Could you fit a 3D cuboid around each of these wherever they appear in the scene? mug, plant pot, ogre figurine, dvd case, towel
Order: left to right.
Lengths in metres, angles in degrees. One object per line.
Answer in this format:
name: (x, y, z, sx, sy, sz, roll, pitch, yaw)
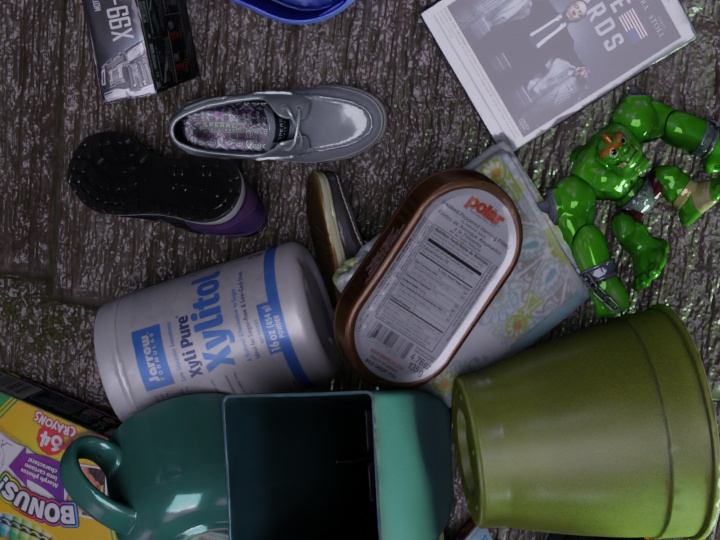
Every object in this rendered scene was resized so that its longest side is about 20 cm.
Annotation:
mug: (-0.156, 0.202, 1.035, 0.182, 0.116, 0.153, -13, 141, -9)
plant pot: (0.000, 0.167, 1.001, 0.139, 0.199, 0.144, -5, 87, 29)
towel: (0.096, 0.008, 1.064, 0.199, 0.048, 0.172, -38, 112, -2)
dvd case: (0.173, -0.216, 1.044, 0.198, 0.025, 0.152, -31, 100, 12)
plant pot: (0.180, 0.142, 1.024, 0.189, 0.201, 0.204, -7, 104, -4)
ogre figurine: (0.237, -0.069, 1.035, 0.119, 0.098, 0.201, 40, 99, 0)

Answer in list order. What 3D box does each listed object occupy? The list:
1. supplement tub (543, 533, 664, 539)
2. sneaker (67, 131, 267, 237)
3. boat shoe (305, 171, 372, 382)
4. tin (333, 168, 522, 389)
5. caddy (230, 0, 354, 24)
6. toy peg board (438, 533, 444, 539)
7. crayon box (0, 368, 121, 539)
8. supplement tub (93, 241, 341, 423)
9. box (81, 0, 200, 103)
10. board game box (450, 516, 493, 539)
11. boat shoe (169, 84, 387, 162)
supplement tub: (0.225, 0.285, 1.071, 0.120, 0.200, 0.125, 1, 105, 4)
sneaker: (-0.177, -0.066, 1.088, 0.197, 0.088, 0.077, 17, 78, 26)
boat shoe: (0.000, 0.000, 1.094, 0.064, 0.073, 0.203, -19, 110, -12)
tin: (0.059, 0.010, 1.009, 0.111, 0.042, 0.202, 31, 96, -26)
caddy: (-0.076, -0.294, 1.004, 0.197, 0.105, 0.143, 22, 106, -1)
toy peg board: (-0.028, 0.275, 1.083, 0.197, 0.201, 0.099, -27, 111, 10)
crayon box: (-0.305, 0.214, 1.156, 0.197, 0.058, 0.175, 20, 101, 10)
supplement tub: (-0.127, 0.063, 1.085, 0.197, 0.132, 0.134, -18, 102, 8)
box: (-0.192, -0.252, 1.000, 0.049, 0.158, 0.204, -8, 104, 7)
board game box: (0.075, 0.336, 1.113, 0.019, 0.200, 0.104, -10, 113, 49)
boat shoe: (-0.075, -0.126, 1.064, 0.197, 0.072, 0.071, -2, 104, 6)
